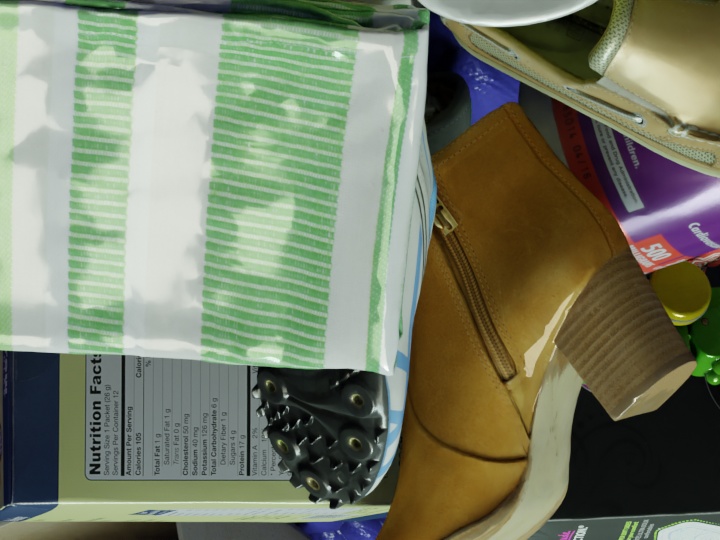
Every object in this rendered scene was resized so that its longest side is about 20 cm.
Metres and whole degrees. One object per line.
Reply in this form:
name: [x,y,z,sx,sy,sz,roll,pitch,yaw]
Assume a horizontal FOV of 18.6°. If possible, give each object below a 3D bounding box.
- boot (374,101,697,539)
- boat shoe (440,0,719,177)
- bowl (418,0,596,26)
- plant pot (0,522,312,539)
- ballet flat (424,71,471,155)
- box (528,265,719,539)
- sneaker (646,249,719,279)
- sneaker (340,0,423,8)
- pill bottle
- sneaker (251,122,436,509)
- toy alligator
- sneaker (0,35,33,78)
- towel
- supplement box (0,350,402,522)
boot: [0.034,0.040,0.920,0.201,0.144,0.071,-46,157,24]
boat shoe: [0.111,-0.082,0.844,0.199,0.072,0.076,18,-179,27]
bowl: [0.049,-0.150,0.759,0.199,0.108,0.200,-4,154,-2]
plant pot: [-0.123,0.248,1.437,0.199,0.201,0.177,-24,160,32]
ballet flat: [-0.047,-0.071,0.965,0.199,0.068,0.064,2,125,-14]
box: [0.171,0.081,1.184,0.199,0.149,0.124,-2,155,-6]
sneaker: [0.165,-0.030,1.060,0.200,0.068,0.108,-11,154,19]
sneaker: [-0.057,-0.116,0.841,0.199,0.080,0.074,14,145,-36]
pill bottle: [0.173,-0.076,0.918,0.199,0.113,0.112,-19,150,27]
sneaker: [0.000,0.000,0.875,0.072,0.201,0.072,17,-155,33]
toy alligator: [0.152,0.032,1.047,0.199,0.055,0.059,6,154,-8]
sneaker: [-0.087,-0.032,0.856,0.066,0.091,0.200,-11,151,34]
towel: [-0.079,-0.033,0.800,0.199,0.023,0.153,4,118,-1]
supplement box: [-0.074,0.049,1.036,0.199,0.135,0.200,2,171,-14]
